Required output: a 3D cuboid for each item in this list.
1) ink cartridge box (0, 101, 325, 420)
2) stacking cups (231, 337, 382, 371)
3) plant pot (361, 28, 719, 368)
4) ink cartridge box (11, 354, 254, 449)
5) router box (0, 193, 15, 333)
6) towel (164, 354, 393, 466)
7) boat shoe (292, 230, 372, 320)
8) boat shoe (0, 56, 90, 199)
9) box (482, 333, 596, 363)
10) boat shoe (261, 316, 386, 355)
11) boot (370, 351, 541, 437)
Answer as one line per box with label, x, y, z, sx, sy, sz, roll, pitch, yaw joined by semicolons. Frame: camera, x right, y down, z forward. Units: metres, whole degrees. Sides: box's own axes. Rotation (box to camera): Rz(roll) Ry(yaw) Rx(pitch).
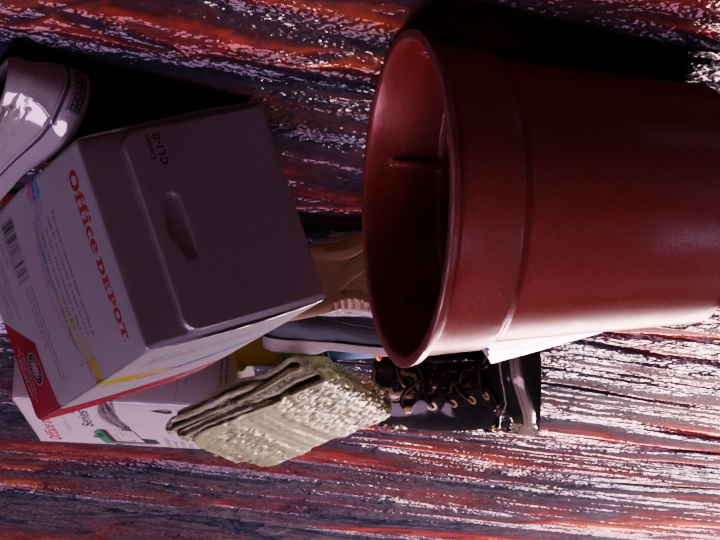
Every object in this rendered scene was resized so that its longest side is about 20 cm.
ink cartridge box;-0.145;-0.005;1.382;0.144;0.146;0.200;-16;173;-33
stacking cups;-0.006;0.055;1.701;0.198;0.061;0.061;0;160;10
plant pot;0.118;-0.042;1.251;0.194;0.202;0.201;1;161;-14
ink cartridge box;-0.199;0.100;1.826;0.198;0.085;0.146;2;160;3
router box;-0.217;0.000;1.609;0.178;0.049;0.200;3;160;3
towel;-0.063;0.117;1.720;0.148;0.037;0.200;-23;160;16
boat shoe;0.000;0.000;1.560;0.198;0.071;0.069;-2;-173;-6
boat shoe;-0.252;-0.086;1.353;0.065;0.072;0.200;21;153;-30
box;0.170;0.004;1.492;0.199;0.039;0.137;-16;156;10
boat shoe;0.013;0.031;1.623;0.198;0.062;0.073;-1;-170;21
boot;0.083;0.100;1.802;0.149;0.074;0.200;1;165;7
